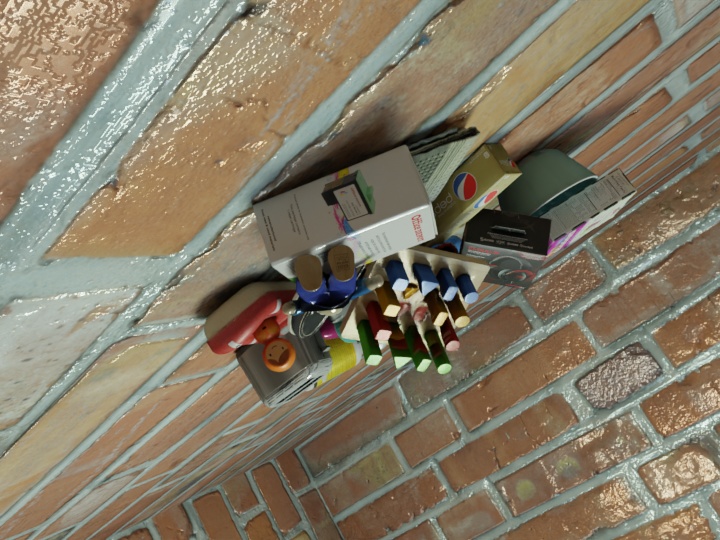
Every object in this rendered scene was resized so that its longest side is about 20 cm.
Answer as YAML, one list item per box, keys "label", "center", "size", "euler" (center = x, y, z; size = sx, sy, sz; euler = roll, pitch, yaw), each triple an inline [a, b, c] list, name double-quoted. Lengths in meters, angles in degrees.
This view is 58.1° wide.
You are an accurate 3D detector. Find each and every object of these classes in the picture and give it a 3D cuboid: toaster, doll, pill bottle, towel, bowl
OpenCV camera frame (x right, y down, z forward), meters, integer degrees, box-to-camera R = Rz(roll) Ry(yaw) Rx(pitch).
- label: "toaster"
  center: [-0.151, 0.178, 1.269]
  size: [0.199, 0.130, 0.113]
  euler: [-37, 164, 18]
- label: "doll"
  center: [-0.036, 0.024, 0.824]
  size: [0.135, 0.049, 0.200]
  euler: [-16, 165, -7]
- label: "pill bottle"
  center: [-0.066, 0.187, 1.503]
  size: [0.199, 0.112, 0.111]
  euler: [-25, 164, -26]
- label: "towel"
  center: [0.061, -0.130, 0.933]
  size: [0.191, 0.035, 0.200]
  euler: [-22, 164, -24]
- label: "bowl"
  center: [0.343, -0.159, 1.253]
  size: [0.200, 0.106, 0.201]
  euler: [-31, 166, -9]

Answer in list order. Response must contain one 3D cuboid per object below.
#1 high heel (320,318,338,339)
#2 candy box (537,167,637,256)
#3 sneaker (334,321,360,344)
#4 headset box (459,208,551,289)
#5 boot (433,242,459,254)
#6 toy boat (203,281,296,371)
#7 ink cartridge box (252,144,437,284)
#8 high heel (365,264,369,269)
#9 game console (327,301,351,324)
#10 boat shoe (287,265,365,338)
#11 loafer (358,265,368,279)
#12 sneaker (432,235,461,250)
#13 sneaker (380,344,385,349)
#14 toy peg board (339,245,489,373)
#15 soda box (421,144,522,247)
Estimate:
- label: "high heel"
  center: [-0.006, 0.071, 1.342]
  size: [0.200, 0.068, 0.096]
  euler: [-40, -177, -39]
- label: "candy box"
  center: [0.420, -0.103, 1.264]
  size: [0.199, 0.061, 0.137]
  euler: [-30, 164, -9]
- label: "sneaker"
  center: [0.007, 0.102, 1.241]
  size: [0.120, 0.084, 0.200]
  euler: [-35, -165, 14]
- label: "headset box"
  center: [0.259, -0.042, 1.195]
  size: [0.147, 0.076, 0.200]
  euler: [10, 160, 6]
- label: "boot"
  center: [0.127, 0.041, 1.180]
  size: [0.202, 0.073, 0.151]
  euler: [-64, 174, -4]
- label: "toy boat"
  center: [-0.148, 0.098, 1.018]
  size: [0.130, 0.131, 0.199]
  euler: [-38, 164, 22]
- label: "ink cartridge box"
  center: [-0.013, -0.061, 0.810]
  size: [0.198, 0.085, 0.145]
  euler: [-21, 166, 5]
- label: "high heel"
  center: [0.006, -0.016, 1.036]
  size: [0.067, 0.096, 0.199]
  euler: [-41, 163, 32]
- label: "game console"
  center: [0.000, 0.000, 1.229]
  size: [0.199, 0.117, 0.177]
  euler: [-31, 135, -7]
- label: "boat shoe"
  center: [-0.045, 0.029, 0.955]
  size: [0.074, 0.060, 0.201]
  euler: [-5, 131, -54]
- label: "loafer"
  center: [-0.007, 0.011, 1.104]
  size: [0.198, 0.073, 0.072]
  euler: [7, 132, -40]
- label: "sneaker"
  center: [0.144, -0.011, 1.342]
  size: [0.199, 0.066, 0.078]
  euler: [-30, -170, -18]
- label: "sneaker"
  center: [0.072, 0.116, 1.351]
  size: [0.074, 0.082, 0.200]
  euler: [-31, -164, 35]
- label: "toy peg board"
  center: [0.096, 0.073, 1.052]
  size: [0.198, 0.098, 0.200]
  euler: [10, 126, -23]
- label: "soda box"
  center: [0.171, -0.124, 1.095]
  size: [0.067, 0.064, 0.200]
  euler: [-13, 155, -51]
